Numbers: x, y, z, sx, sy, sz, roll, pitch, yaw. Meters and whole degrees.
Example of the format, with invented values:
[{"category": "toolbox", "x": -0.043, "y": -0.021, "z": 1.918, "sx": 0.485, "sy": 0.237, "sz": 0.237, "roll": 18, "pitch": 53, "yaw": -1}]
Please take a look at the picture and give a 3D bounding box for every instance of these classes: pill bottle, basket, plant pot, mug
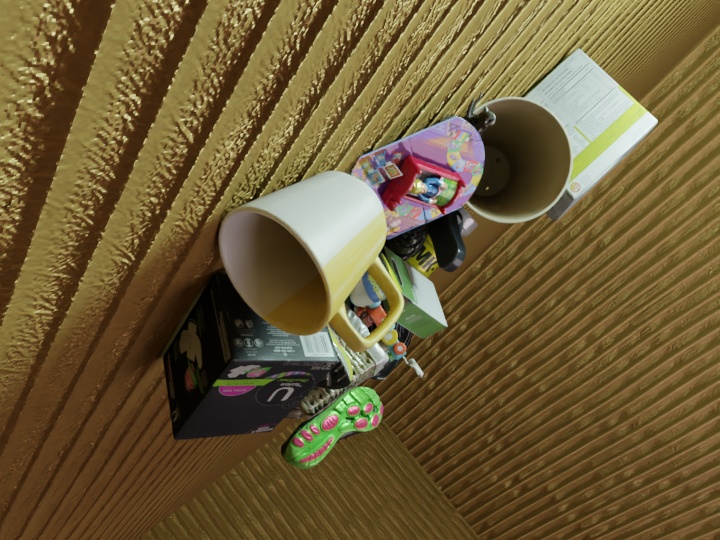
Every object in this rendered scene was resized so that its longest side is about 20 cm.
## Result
[{"category": "pill bottle", "x": 0.135, "y": -0.059, "z": 1.211, "sx": 0.200, "sy": 0.114, "sz": 0.114, "roll": -43, "pitch": 169, "yaw": 9}, {"category": "basket", "x": -0.079, "y": 0.131, "z": 1.006, "sx": 0.161, "sy": 0.198, "sz": 0.200, "roll": -36, "pitch": 169, "yaw": -14}, {"category": "plant pot", "x": 0.228, "y": -0.175, "z": 0.986, "sx": 0.187, "sy": 0.187, "sz": 0.200, "roll": -42, "pitch": -176, "yaw": 4}, {"category": "mug", "x": -0.044, "y": -0.018, "z": 0.653, "sx": 0.149, "sy": 0.187, "sz": 0.153, "roll": 6, "pitch": -146, "yaw": 37}]

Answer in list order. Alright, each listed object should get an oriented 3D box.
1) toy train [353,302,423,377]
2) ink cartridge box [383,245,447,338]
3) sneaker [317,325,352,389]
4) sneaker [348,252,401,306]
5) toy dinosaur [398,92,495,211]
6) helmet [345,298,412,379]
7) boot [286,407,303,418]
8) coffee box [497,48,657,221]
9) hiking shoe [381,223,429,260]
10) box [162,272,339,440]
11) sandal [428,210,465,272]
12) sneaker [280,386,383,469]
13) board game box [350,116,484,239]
[{"category": "toy train", "x": 0.034, "y": 0.110, "z": 1.025, "sx": 0.055, "sy": 0.150, "sz": 0.200, "roll": -32, "pitch": 124, "yaw": -4}, {"category": "ink cartridge box", "x": 0.082, "y": 0.044, "z": 1.097, "sx": 0.059, "sy": 0.104, "sz": 0.200, "roll": -28, "pitch": 145, "yaw": 21}, {"category": "sneaker", "x": -0.072, "y": 0.086, "z": 0.884, "sx": 0.078, "sy": 0.200, "sz": 0.090, "roll": -33, "pitch": -174, "yaw": 29}, {"category": "sneaker", "x": 0.000, "y": 0.000, "z": 0.961, "sx": 0.082, "sy": 0.074, "sz": 0.200, "roll": -33, "pitch": -160, "yaw": -1}, {"category": "toy dinosaur", "x": 0.106, "y": -0.154, "z": 0.844, "sx": 0.199, "sy": 0.103, "sz": 0.077, "roll": -33, "pitch": -165, "yaw": 8}, {"category": "helmet", "x": 0.014, "y": 0.107, "z": 1.210, "sx": 0.200, "sy": 0.199, "sz": 0.192, "roll": 18, "pitch": 92, "yaw": -77}, {"category": "boot", "x": -0.189, "y": 0.198, "z": 1.139, "sx": 0.073, "sy": 0.199, "sz": 0.151, "roll": -149, "pitch": -107, "yaw": -77}, {"category": "coffee box", "x": 0.386, "y": -0.246, "z": 1.117, "sx": 0.200, "sy": 0.198, "sz": 0.200, "roll": -43, "pitch": 169, "yaw": 0}, {"category": "hiking shoe", "x": 0.089, "y": -0.094, "z": 1.069, "sx": 0.200, "sy": 0.076, "sz": 0.100, "roll": -55, "pitch": 156, "yaw": 21}, {"category": "box", "x": -0.149, "y": 0.116, "z": 0.766, "sx": 0.148, "sy": 0.125, "sz": 0.200, "roll": 8, "pitch": 138, "yaw": -37}, {"category": "sandal", "x": 0.163, "y": -0.074, "z": 1.098, "sx": 0.076, "sy": 0.043, "sz": 0.201, "roll": -43, "pitch": -145, "yaw": 40}, {"category": "sneaker", "x": -0.046, "y": 0.245, "z": 0.946, "sx": 0.199, "sy": 0.077, "sz": 0.084, "roll": -20, "pitch": 178, "yaw": -37}, {"category": "board game box", "x": 0.082, "y": -0.105, "z": 0.778, "sx": 0.199, "sy": 0.039, "sz": 0.158, "roll": -23, "pitch": 139, "yaw": -3}]
